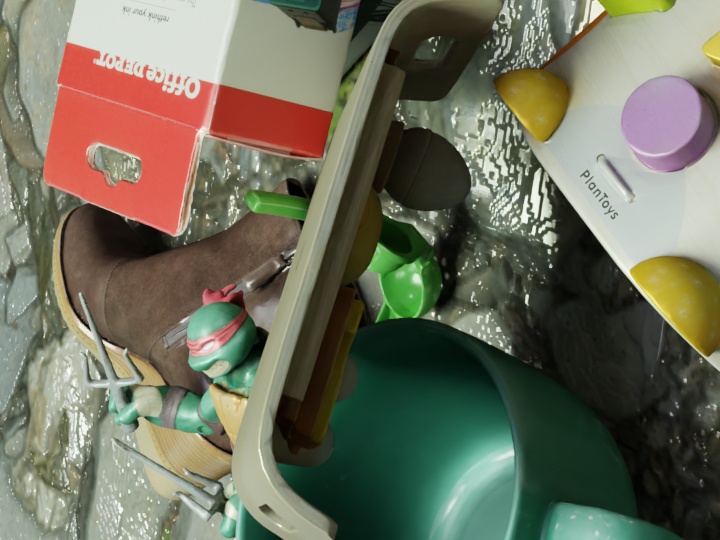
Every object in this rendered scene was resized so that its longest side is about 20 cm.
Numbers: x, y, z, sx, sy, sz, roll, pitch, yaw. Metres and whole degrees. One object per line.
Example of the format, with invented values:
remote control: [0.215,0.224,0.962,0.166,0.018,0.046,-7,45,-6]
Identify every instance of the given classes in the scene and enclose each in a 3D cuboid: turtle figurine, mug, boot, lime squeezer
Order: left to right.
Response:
boot: [-0.081,0.004,0.969,0.166,0.072,0.201,-45,56,29]
turtle figurine: [-0.050,0.086,0.847,0.201,0.100,0.150,59,171,-22]
lime squeezer: [0.000,0.000,0.825,0.201,0.070,0.038,69,-178,-58]
mug: [0.047,0.118,0.737,0.152,0.114,0.185,-51,44,12]

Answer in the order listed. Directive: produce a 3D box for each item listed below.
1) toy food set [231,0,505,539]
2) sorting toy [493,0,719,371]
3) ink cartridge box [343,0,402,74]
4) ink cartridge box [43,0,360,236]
toy food set: [0.005,0.004,0.677,0.144,0.060,0.202,130,158,-79]
sorting toy: [0.158,-0.075,0.642,0.180,0.106,0.201,-47,55,19]
ink cartridge box: [-0.025,-0.190,0.852,0.200,0.082,0.148,-42,61,43]
ink cartridge box: [-0.060,-0.119,0.758,0.116,0.067,0.202,21,99,47]
